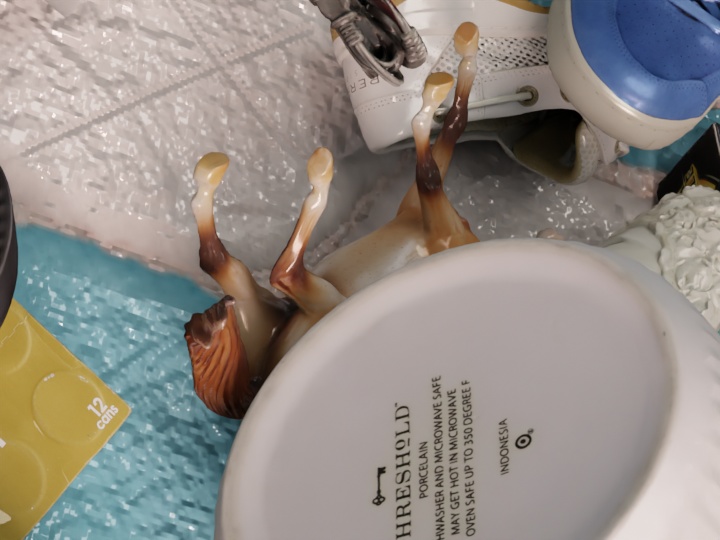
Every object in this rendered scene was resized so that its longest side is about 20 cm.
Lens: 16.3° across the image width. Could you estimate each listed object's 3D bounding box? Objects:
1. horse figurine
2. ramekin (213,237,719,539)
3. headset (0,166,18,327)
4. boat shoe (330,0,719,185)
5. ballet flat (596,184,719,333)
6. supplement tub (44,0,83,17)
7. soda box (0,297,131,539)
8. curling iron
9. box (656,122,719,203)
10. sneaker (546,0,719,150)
[{"bbox_3d":[0.000,0.000,0.896,0.050,0.133,0.200,25,41,35],"label":"horse figurine"},{"bbox_3d":[0.045,0.079,0.802,0.094,0.201,0.203,56,44,-41],"label":"ramekin"},{"bbox_3d":[-0.187,-0.042,0.780,0.123,0.094,0.200,-26,59,-20],"label":"headset"},{"bbox_3d":[0.080,-0.066,0.992,0.199,0.071,0.070,-1,76,-29],"label":"boat shoe"},{"bbox_3d":[0.087,0.039,0.927,0.072,0.072,0.201,32,63,-16],"label":"ballet flat"},{"bbox_3d":[-0.136,-0.199,0.862,0.200,0.145,0.145,41,53,-10],"label":"supplement tub"},{"bbox_3d":[-0.160,0.095,0.766,0.068,0.064,0.200,44,53,-7],"label":"soda box"},{"bbox_3d":[-0.027,-0.135,0.921,0.050,0.026,0.200,48,8,-48],"label":"curling iron"},{"bbox_3d":[0.205,0.046,0.994,0.158,0.046,0.201,19,41,-24],"label":"box"},{"bbox_3d":[0.144,-0.131,0.938,0.077,0.111,0.200,41,43,3],"label":"sneaker"}]
